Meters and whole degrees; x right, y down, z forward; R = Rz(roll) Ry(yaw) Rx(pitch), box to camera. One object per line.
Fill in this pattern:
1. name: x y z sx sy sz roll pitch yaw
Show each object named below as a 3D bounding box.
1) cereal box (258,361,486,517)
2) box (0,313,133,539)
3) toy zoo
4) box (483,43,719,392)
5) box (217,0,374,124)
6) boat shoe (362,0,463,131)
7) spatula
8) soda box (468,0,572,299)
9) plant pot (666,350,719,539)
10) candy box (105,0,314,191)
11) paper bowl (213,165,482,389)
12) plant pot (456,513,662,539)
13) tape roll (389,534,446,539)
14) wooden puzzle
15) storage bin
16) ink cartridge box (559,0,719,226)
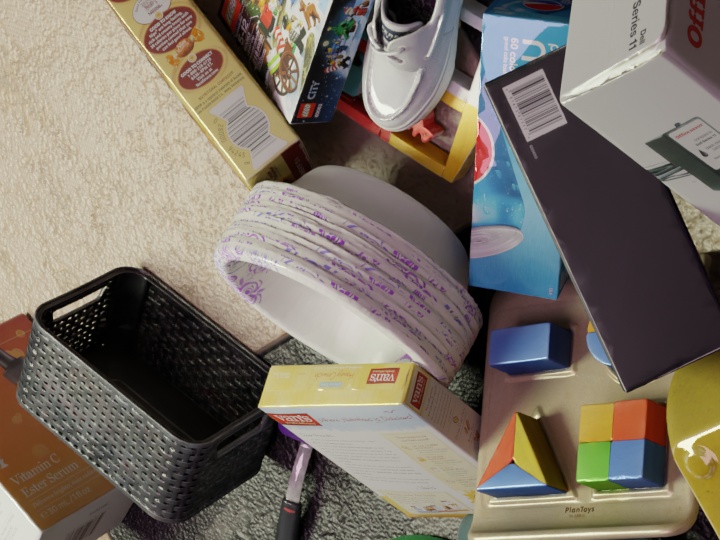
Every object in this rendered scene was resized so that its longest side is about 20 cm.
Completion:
1. cereal box: 0.038 0.130 1.376 0.143 0.040 0.200 -4 147 40
2. box: -0.317 0.166 1.685 0.200 0.152 0.107 46 132 13
3. toy zoo: 0.036 -0.154 1.342 0.199 0.020 0.132 35 127 23
4. box: 0.154 -0.040 1.134 0.078 0.141 0.201 -25 93 7
5. box: -0.037 -0.227 1.321 0.137 0.037 0.201 55 138 37
6. boat shoe: 0.037 -0.178 1.270 0.072 0.068 0.201 41 129 17
7. spatula: -0.054 0.181 1.561 0.056 0.021 0.201 19 125 10
8. soda box: 0.118 -0.086 1.266 0.067 0.064 0.202 9 115 16
9. plant pot: 0.300 0.100 1.119 0.194 0.199 0.197 -30 88 43
10. candy box: -0.118 -0.147 1.403 0.201 0.055 0.115 53 177 11
11. paper bowl: 0.000 0.000 1.348 0.200 0.105 0.201 30 165 9
12. plant pot: 0.165 0.258 1.325 0.133 0.200 0.202 -17 99 16
13. tape roll: 0.062 0.319 1.515 0.199 0.048 0.202 17 119 33
14. wooden puzzle: 0.149 0.086 1.260 0.184 0.046 0.202 -10 62 42
15. storage bin: -0.178 0.102 1.553 0.199 0.135 0.094 37 128 21
16. ink cartridge box: 0.215 -0.117 1.066 0.199 0.148 0.083 34 141 -29
